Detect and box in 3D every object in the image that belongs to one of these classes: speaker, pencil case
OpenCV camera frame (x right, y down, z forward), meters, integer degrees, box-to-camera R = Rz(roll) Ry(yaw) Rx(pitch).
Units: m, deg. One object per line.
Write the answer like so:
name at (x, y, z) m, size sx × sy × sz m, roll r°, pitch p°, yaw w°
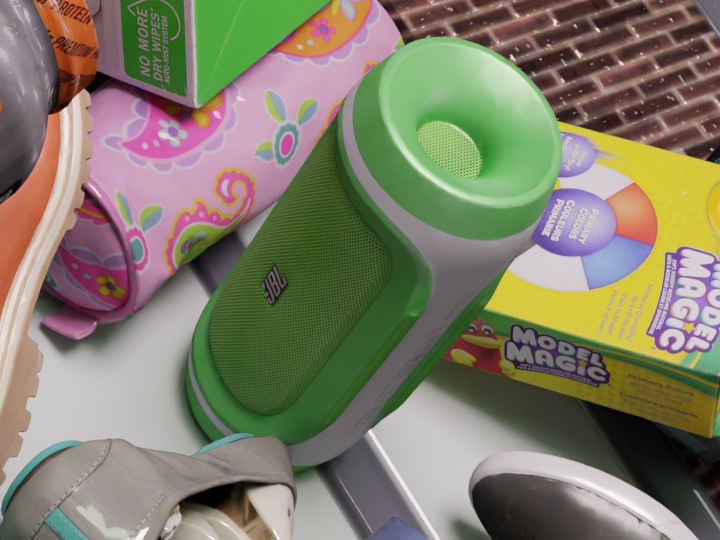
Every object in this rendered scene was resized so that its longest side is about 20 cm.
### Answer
speaker at (0.000, 0.000, 0.892) m, size 0.088 × 0.200 × 0.089 m, roll 14°, pitch 53°, yaw -19°
pencil case at (-0.066, -0.054, 0.976) m, size 0.087 × 0.088 × 0.200 m, roll 44°, pitch 50°, yaw 6°

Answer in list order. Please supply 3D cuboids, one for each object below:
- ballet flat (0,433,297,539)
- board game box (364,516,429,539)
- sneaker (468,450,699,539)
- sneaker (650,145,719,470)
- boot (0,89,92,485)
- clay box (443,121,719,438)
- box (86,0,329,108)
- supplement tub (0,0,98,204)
ballet flat at (-0.060, 0.097, 0.833) m, size 0.064 × 0.068 × 0.200 m, roll 40°, pitch 10°, yaw 20°
board game box at (-0.031, 0.193, 0.756) m, size 0.199 × 0.035 × 0.136 m, roll -35°, pitch 112°, yaw -12°
sneaker at (0.108, 0.161, 0.923) m, size 0.200 × 0.071 × 0.099 m, roll 44°, pitch 44°, yaw 0°
sneaker at (0.182, 0.009, 1.081) m, size 0.088 × 0.074 × 0.200 m, roll 43°, pitch 56°, yaw -15°
boot at (-0.163, -0.024, 0.854) m, size 0.107 × 0.075 × 0.202 m, roll 25°, pitch 67°, yaw -43°
clay box at (0.098, -0.004, 0.995) m, size 0.199 × 0.048 × 0.115 m, roll 15°, pitch 51°, yaw 15°
box at (-0.084, -0.175, 0.991) m, size 0.176 × 0.097 × 0.200 m, roll 23°, pitch 43°, yaw 25°
supplement tub at (-0.187, -0.042, 0.751) m, size 0.123 × 0.123 × 0.200 m, roll 44°, pitch 64°, yaw 6°
